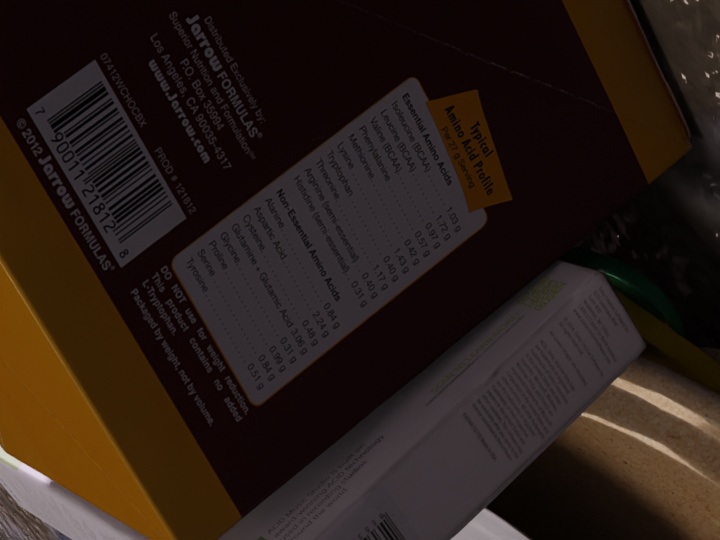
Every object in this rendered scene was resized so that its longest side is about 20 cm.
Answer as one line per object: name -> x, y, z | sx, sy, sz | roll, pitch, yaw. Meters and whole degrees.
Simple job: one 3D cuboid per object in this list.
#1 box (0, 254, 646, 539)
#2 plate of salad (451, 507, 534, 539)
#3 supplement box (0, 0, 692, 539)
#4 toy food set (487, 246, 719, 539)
box -> -0.024, 0.040, 0.771 | 0.200, 0.144, 0.036 | 20, 147, 57
plate of salad -> 0.031, 0.112, 0.849 | 0.200, 0.048, 0.200 | 28, 151, 17
supplement box -> -0.048, -0.068, 0.715 | 0.133, 0.200, 0.198 | 18, 142, 58
toy food set -> 0.103, 0.081, 0.823 | 0.200, 0.049, 0.198 | 37, 153, -1
